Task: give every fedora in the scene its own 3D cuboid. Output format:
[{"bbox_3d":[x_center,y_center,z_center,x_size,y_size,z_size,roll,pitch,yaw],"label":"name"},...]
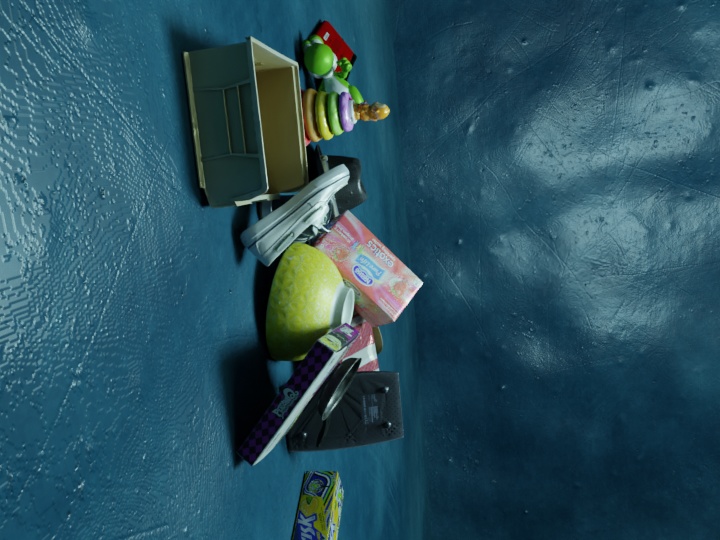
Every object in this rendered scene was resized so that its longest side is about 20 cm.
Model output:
[{"bbox_3d":[-0.037,-0.184,1.326,0.201,0.091,0.201,-11,90,-90],"label":"fedora"}]

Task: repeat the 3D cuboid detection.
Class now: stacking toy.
[{"bbox_3d":[-0.047,-0.281,1.125,0.116,0.199,0.110,-59,144,-70],"label":"stacking toy"}]

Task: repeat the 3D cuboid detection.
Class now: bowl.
[{"bbox_3d":[-0.071,0.059,1.041,0.200,0.107,0.201,9,90,-78],"label":"bowl"}]

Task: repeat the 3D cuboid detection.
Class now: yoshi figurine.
[{"bbox_3d":[-0.062,-0.393,1.310,0.112,0.112,0.200,-41,109,-26],"label":"yoshi figurine"}]

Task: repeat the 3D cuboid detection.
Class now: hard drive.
[{"bbox_3d":[-0.030,0.239,1.085,0.042,0.199,0.135,-114,-162,-77],"label":"hard drive"}]

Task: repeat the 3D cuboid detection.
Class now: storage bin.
[{"bbox_3d":[-0.147,-0.193,0.862,0.200,0.093,0.199,-44,129,-76],"label":"storage bin"}]

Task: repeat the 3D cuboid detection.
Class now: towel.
[{"bbox_3d":[-0.002,0.183,1.176,0.144,0.023,0.201,-18,99,-59],"label":"towel"}]

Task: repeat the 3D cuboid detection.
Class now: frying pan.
[{"bbox_3d":[-0.040,0.205,1.024,0.115,0.031,0.190,-51,167,-34],"label":"frying pan"}]

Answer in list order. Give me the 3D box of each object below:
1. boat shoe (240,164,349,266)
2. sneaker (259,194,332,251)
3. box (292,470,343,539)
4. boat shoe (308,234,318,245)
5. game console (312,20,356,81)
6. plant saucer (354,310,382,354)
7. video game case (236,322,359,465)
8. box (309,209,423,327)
[{"bbox_3d":[-0.085,-0.081,0.944,0.067,0.200,0.074,53,-16,-4],"label":"boat shoe"},{"bbox_3d":[-0.090,-0.079,1.078,0.200,0.108,0.070,51,38,-72],"label":"sneaker"},{"bbox_3d":[-0.077,0.459,1.104,0.200,0.064,0.070,-81,164,-50],"label":"box"},{"bbox_3d":[-0.072,-0.045,1.233,0.074,0.067,0.201,-11,97,-79],"label":"boat shoe"},{"bbox_3d":[-0.082,-0.464,1.477,0.172,0.119,0.200,46,29,-23],"label":"game console"},{"bbox_3d":[-0.027,0.098,1.318,0.200,0.035,0.200,48,-23,28],"label":"plant saucer"},{"bbox_3d":[-0.085,0.174,0.925,0.200,0.036,0.181,-54,173,9],"label":"video game case"},{"bbox_3d":[0.000,0.000,1.156,0.103,0.200,0.095,-50,-169,-24],"label":"box"}]
